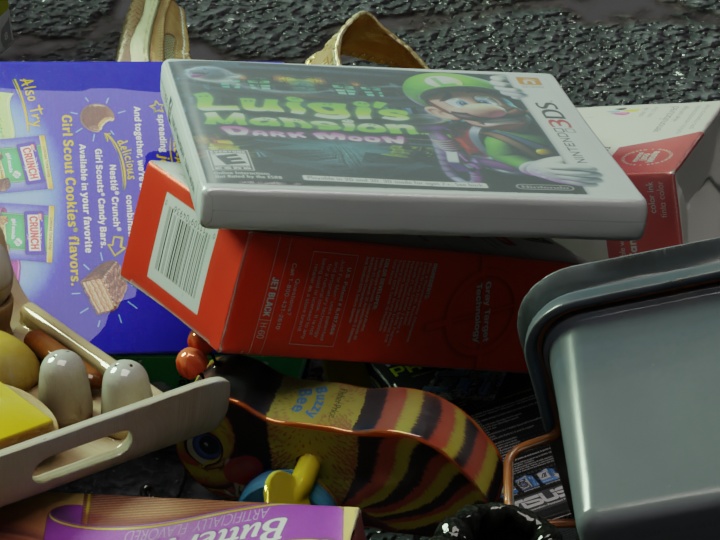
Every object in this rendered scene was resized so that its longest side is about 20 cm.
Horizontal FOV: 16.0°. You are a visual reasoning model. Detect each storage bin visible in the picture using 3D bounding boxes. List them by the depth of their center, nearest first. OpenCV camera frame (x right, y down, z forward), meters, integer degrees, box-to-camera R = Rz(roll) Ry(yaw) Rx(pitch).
[{"bbox_3d":[0.133,0.110,1.056,0.145,0.201,0.135,-11,34,11],"label":"storage bin"}]

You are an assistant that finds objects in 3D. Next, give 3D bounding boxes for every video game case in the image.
[{"bbox_3d":[0.014,-0.059,1.181,0.199,0.023,0.182,1,22,-11],"label":"video game case"}]

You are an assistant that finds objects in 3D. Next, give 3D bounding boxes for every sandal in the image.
[{"bbox_3d":[0.014,-0.103,1.346,0.211,0.070,0.077,10,28,43],"label":"sandal"}]

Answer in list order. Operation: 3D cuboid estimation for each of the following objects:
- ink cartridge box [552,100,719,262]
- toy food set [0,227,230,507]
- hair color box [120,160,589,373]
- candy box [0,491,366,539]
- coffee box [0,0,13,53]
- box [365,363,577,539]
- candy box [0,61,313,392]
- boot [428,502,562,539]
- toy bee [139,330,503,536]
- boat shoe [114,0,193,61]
[{"bbox_3d":[0.086,-0.038,1.339,0.199,0.068,0.116,-2,21,23],"label":"ink cartridge box"},{"bbox_3d":[-0.169,0.037,1.106,0.143,0.061,0.200,-19,30,-32],"label":"toy food set"},{"bbox_3d":[0.000,0.000,1.195,0.199,0.062,0.101,5,18,-35],"label":"hair color box"},{"bbox_3d":[-0.103,0.147,1.024,0.199,0.057,0.117,1,36,11],"label":"candy box"},{"bbox_3d":[-0.348,-0.192,1.499,0.199,0.199,0.200,15,39,21],"label":"coffee box"},{"bbox_3d":[0.120,0.069,1.256,0.199,0.044,0.160,-17,38,-22],"label":"box"},{"bbox_3d":[-0.130,-0.016,1.278,0.199,0.077,0.170,-1,62,-10],"label":"candy box"},{"bbox_3d":[0.041,0.148,1.048,0.079,0.159,0.212,-4,36,-5],"label":"boot"},{"bbox_3d":[-0.040,0.079,1.151,0.199,0.109,0.131,-15,30,0],"label":"toy bee"},{"bbox_3d":[-0.105,-0.081,1.425,0.076,0.072,0.201,9,44,-7],"label":"boat shoe"}]
